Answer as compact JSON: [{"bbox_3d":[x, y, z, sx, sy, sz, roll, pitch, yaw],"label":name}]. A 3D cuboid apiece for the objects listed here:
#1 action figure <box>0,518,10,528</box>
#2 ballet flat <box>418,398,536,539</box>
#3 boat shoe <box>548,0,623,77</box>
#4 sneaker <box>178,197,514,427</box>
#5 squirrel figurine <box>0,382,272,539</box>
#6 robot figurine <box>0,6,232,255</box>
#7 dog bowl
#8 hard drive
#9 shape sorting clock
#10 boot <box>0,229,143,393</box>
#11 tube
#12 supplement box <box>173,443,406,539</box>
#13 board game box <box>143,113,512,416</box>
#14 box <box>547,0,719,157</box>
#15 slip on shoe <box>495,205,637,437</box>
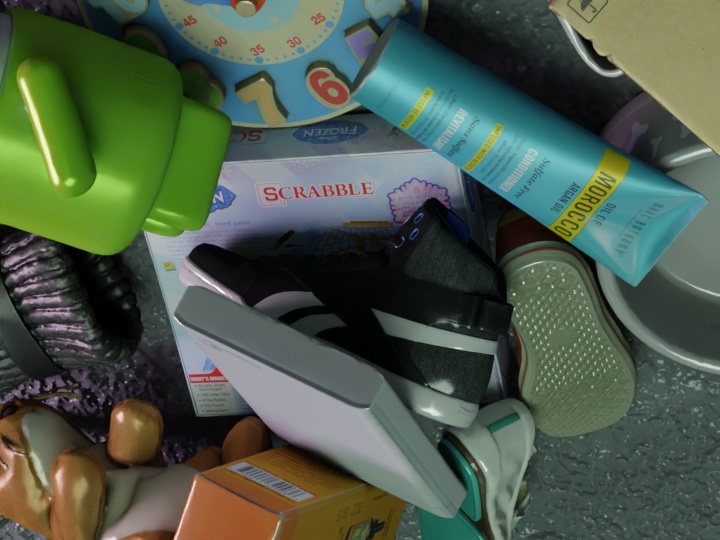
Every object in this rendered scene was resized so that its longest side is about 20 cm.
[{"bbox_3d":[-0.332,0.169,1.889,0.199,0.119,0.103,15,101,6],"label":"action figure"},{"bbox_3d":[0.080,0.135,1.812,0.069,0.070,0.200,9,154,2],"label":"ballet flat"},{"bbox_3d":[0.114,-0.192,1.537,0.071,0.066,0.201,-4,129,13],"label":"boat shoe"},{"bbox_3d":[0.000,0.000,1.671,0.199,0.073,0.112,26,94,20],"label":"sneaker"},{"bbox_3d":[-0.157,0.163,1.826,0.186,0.142,0.201,17,146,22],"label":"squirrel figurine"},{"bbox_3d":[-0.176,-0.080,1.608,0.199,0.116,0.175,18,172,-17],"label":"robot figurine"},{"bbox_3d":[0.223,-0.021,1.670,0.198,0.059,0.201,5,131,6],"label":"dog bowl"},{"bbox_3d":[-0.020,0.078,1.671,0.131,0.027,0.200,25,166,23],"label":"hard drive"},{"bbox_3d":[-0.061,-0.155,1.616,0.198,0.039,0.201,5,131,6],"label":"shape sorting clock"},{"bbox_3d":[-0.246,0.000,1.749,0.157,0.080,0.211,-20,135,33],"label":"boot"},{"bbox_3d":[0.090,-0.066,1.612,0.199,0.051,0.078,31,135,-9],"label":"tube"},{"bbox_3d":[-0.037,0.148,1.760,0.068,0.200,0.067,24,104,23],"label":"supplement box"},{"bbox_3d":[-0.021,-0.002,1.738,0.198,0.041,0.200,-3,130,12],"label":"board game box"},{"bbox_3d":[0.221,-0.159,1.500,0.163,0.021,0.200,40,101,-5],"label":"box"},{"bbox_3d":[0.120,0.033,1.735,0.074,0.061,0.200,-15,140,7],"label":"slip on shoe"}]
